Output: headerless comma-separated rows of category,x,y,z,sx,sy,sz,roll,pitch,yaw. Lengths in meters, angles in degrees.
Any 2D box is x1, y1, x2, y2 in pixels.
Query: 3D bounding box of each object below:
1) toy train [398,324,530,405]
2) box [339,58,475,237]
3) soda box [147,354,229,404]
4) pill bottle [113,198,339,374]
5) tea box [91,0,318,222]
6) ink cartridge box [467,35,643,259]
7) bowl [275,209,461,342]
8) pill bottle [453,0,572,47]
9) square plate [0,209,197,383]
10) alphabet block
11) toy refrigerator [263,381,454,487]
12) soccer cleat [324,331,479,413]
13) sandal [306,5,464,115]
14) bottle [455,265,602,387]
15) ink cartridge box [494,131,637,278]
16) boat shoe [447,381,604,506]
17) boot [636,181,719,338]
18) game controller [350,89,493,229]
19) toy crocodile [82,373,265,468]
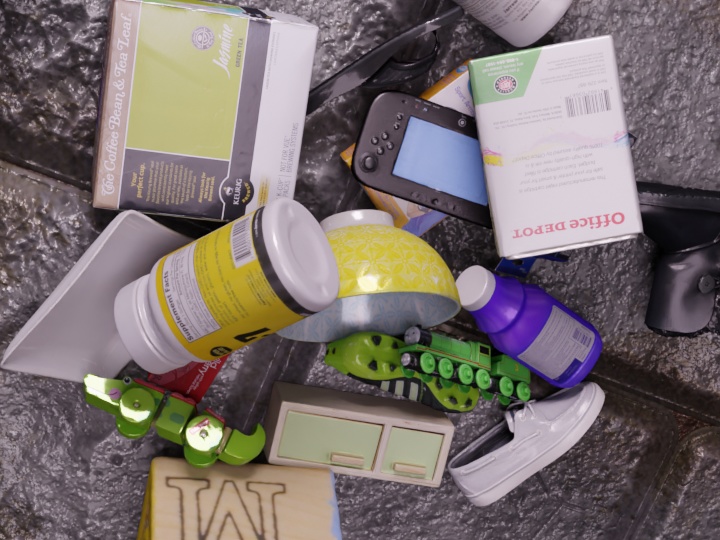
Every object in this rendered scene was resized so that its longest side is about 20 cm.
toy train,0.117,0.104,1.427,0.200,0.042,0.057,20,64,-41
box,0.093,-0.133,1.394,0.200,0.041,0.119,-36,110,3
soda box,-0.148,0.037,1.363,0.063,0.070,0.200,27,108,-18
pill bottle,-0.130,0.020,1.249,0.199,0.114,0.114,-25,111,23
tea box,-0.159,-0.161,1.285,0.196,0.134,0.201,7,104,-14
ink cartridge box,0.193,-0.122,1.310,0.145,0.088,0.201,-10,93,4
bowl,0.000,0.000,1.359,0.199,0.200,0.108,-4,74,-10
pill bottle,0.116,-0.324,1.303,0.200,0.114,0.115,33,97,-18
square plate,-0.251,0.029,1.316,0.028,0.200,0.198,44,96,22
alphabet block,-0.135,0.334,1.376,0.199,0.197,0.196,7,125,-14
toy refrigerator,-0.003,0.184,1.451,0.199,0.070,0.076,11,103,-15
soccer cleat,0.050,0.111,1.447,0.200,0.081,0.068,24,71,-36
sandal,0.025,-0.205,1.336,0.200,0.075,0.048,-31,101,13
bottle,0.181,0.058,1.426,0.200,0.065,0.084,32,94,-37
ink cartridge box,0.224,-0.073,1.410,0.039,0.099,0.200,34,101,25
boat shoe,0.187,0.185,1.496,0.200,0.072,0.069,-37,111,11
boot,0.345,-0.009,1.453,0.199,0.076,0.169,4,103,-28
game controller,0.090,-0.114,1.358,0.199,0.042,0.105,17,102,-17
toy crocodile,-0.196,0.153,1.354,0.199,0.068,0.062,23,64,2
